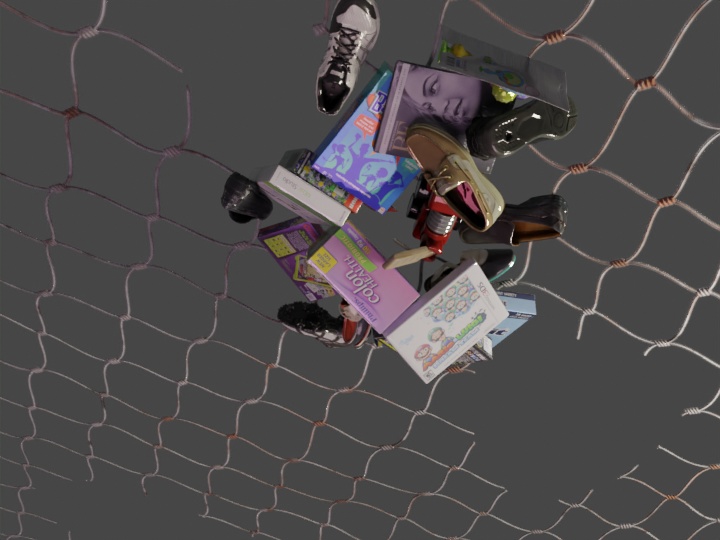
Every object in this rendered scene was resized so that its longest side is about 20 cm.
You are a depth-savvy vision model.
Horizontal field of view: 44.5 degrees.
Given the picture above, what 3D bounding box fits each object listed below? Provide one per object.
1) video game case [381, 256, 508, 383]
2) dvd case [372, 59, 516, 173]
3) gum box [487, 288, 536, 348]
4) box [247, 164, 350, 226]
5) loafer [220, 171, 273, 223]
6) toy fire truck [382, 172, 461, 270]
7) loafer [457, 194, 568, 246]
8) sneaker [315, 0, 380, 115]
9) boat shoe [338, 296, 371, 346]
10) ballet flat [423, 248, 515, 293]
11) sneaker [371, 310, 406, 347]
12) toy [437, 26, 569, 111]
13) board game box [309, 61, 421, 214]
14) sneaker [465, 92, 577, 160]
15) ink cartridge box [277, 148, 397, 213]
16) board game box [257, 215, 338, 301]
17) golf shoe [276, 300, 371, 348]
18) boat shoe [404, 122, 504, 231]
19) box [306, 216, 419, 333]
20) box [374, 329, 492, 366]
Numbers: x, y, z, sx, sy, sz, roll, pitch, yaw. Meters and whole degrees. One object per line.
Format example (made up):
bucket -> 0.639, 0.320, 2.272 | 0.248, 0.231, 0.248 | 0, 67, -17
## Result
video game case -> 0.152, 0.092, 1.536 | 0.200, 0.024, 0.182 | -40, 137, 0
dvd case -> 0.133, -0.236, 1.371 | 0.199, 0.016, 0.149 | 9, 119, -13
gum box -> 0.216, 0.092, 1.698 | 0.169, 0.045, 0.200 | 9, 153, -16
box -> -0.110, -0.127, 1.499 | 0.144, 0.036, 0.200 | 32, 176, -18
loafer -> -0.203, -0.116, 1.539 | 0.068, 0.071, 0.201 | 32, 176, 9
toy fire truck -> 0.119, -0.087, 1.462 | 0.128, 0.201, 0.176 | 16, 138, -6
loafer -> 0.263, -0.076, 1.539 | 0.199, 0.073, 0.073 | -15, 134, 27
sneaker -> -0.021, -0.320, 1.321 | 0.075, 0.088, 0.200 | 15, 137, -2
boat shoe -> -0.011, 0.057, 1.700 | 0.062, 0.071, 0.201 | -5, 120, -34
ballet flat -> 0.195, 0.002, 1.645 | 0.073, 0.073, 0.200 | 36, 135, -26
sneaker -> 0.062, 0.075, 1.765 | 0.078, 0.066, 0.201 | -9, 135, -5
toy -> 0.204, -0.283, 1.289 | 0.199, 0.115, 0.047 | 20, 133, -10
board game box -> 0.037, -0.208, 1.411 | 0.152, 0.045, 0.200 | 32, 112, -22
sneaker -> 0.238, -0.221, 1.351 | 0.114, 0.199, 0.077 | 6, 119, 57
ink cartridge box -> -0.043, -0.136, 1.516 | 0.200, 0.051, 0.109 | 33, 172, -22
board game box -> -0.097, -0.022, 1.710 | 0.120, 0.032, 0.200 | -12, 134, 28
golf shoe -> -0.079, 0.125, 1.832 | 0.199, 0.078, 0.095 | 12, 139, 0
boat shoe -> 0.141, -0.142, 1.354 | 0.200, 0.066, 0.074 | 42, 137, -10
box -> 0.000, 0.000, 1.542 | 0.097, 0.200, 0.176 | -44, 97, 3
box -> 0.142, 0.131, 1.685 | 0.160, 0.044, 0.200 | -12, 150, 29
